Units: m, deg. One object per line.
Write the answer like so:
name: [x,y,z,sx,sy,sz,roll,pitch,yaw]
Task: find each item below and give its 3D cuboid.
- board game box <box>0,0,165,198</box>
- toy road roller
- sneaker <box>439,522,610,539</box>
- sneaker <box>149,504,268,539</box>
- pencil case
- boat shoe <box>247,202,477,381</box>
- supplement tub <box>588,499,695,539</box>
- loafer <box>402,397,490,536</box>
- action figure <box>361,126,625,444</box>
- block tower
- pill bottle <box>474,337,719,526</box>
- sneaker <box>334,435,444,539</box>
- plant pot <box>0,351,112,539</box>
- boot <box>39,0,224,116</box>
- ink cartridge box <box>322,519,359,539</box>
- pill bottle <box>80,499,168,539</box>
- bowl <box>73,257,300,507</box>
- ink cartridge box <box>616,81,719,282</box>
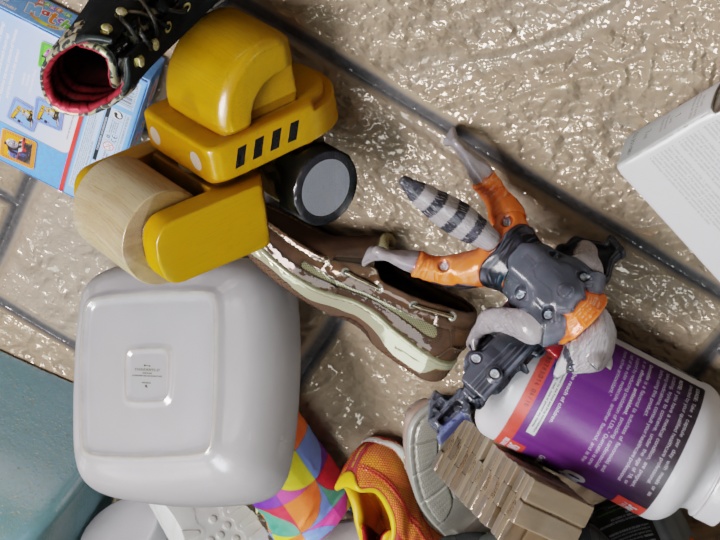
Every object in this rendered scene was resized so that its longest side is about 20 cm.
board game box: [-0.261,-0.145,1.578,0.199,0.037,0.152,26,135,1]
toy road roller: [-0.109,-0.095,1.444,0.123,0.199,0.147,31,139,48]
sneaker: [0.131,0.229,1.591,0.074,0.085,0.199,45,161,-26]
sneaker: [-0.137,0.225,1.787,0.201,0.076,0.081,61,160,9]
pencil case: [-0.084,0.146,1.723,0.088,0.089,0.201,-11,122,32]
boat shoe: [0.001,-0.002,1.570,0.201,0.075,0.075,33,111,-4]
supplement tub: [0.230,0.285,1.597,0.121,0.201,0.123,-15,147,-10]
loafer: [0.078,0.184,1.691,0.201,0.072,0.063,62,167,-28]
action figure: [0.094,0.019,1.448,0.193,0.201,0.105,35,166,10]
block tower: [0.111,0.163,1.554,0.057,0.200,0.054,27,93,-16]
pill bottle: [0.193,0.113,1.538,0.199,0.113,0.113,27,135,1]
sneaker: [0.035,0.233,1.739,0.073,0.077,0.201,-4,127,48]
plant pot: [-0.344,0.213,1.820,0.195,0.201,0.197,24,136,5]
boot: [-0.125,-0.190,1.390,0.203,0.154,0.074,-26,116,39]
ink cartridge box: [0.016,0.340,1.799,0.084,0.145,0.201,-14,122,35]
pill bottle: [-0.175,0.305,1.877,0.108,0.109,0.201,-8,129,30]
bowl: [-0.148,0.086,1.618,0.198,0.202,0.074,-2,172,27]
ink cartridge box: [0.302,-0.049,1.393,0.200,0.044,0.173,45,132,-16]
